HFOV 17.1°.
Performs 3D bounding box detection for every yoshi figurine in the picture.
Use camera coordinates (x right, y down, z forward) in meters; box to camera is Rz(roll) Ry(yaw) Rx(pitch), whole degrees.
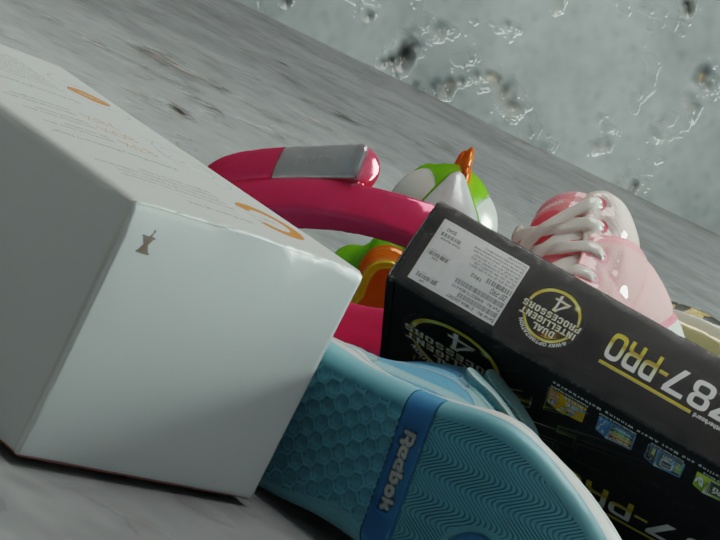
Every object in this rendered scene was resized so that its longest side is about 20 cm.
[{"bbox_3d":[0.036,0.007,1.341,0.113,0.111,0.200,59,14,-15],"label":"yoshi figurine"}]

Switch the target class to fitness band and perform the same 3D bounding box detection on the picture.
[{"bbox_3d":[0.000,0.000,1.104,0.199,0.038,0.144,0,-36,47],"label":"fitness band"}]

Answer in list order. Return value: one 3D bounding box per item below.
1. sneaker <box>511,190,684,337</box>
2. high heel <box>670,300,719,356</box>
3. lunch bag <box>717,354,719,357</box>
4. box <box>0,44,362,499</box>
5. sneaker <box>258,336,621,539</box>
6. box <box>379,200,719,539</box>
[{"bbox_3d":[0.099,0.021,1.216,0.200,0.075,0.105,-29,98,-60],"label":"sneaker"},{"bbox_3d":[0.234,0.073,1.540,0.200,0.072,0.143,41,12,-4],"label":"high heel"},{"bbox_3d":[0.251,0.104,1.116,0.160,0.083,0.200,-28,62,-37],"label":"lunch bag"},{"bbox_3d":[-0.119,-0.012,0.888,0.200,0.098,0.124,34,10,40],"label":"box"},{"bbox_3d":[0.050,0.084,0.911,0.200,0.080,0.130,34,12,36],"label":"sneaker"},{"bbox_3d":[0.102,0.068,1.014,0.199,0.049,0.161,30,-22,11],"label":"box"}]
